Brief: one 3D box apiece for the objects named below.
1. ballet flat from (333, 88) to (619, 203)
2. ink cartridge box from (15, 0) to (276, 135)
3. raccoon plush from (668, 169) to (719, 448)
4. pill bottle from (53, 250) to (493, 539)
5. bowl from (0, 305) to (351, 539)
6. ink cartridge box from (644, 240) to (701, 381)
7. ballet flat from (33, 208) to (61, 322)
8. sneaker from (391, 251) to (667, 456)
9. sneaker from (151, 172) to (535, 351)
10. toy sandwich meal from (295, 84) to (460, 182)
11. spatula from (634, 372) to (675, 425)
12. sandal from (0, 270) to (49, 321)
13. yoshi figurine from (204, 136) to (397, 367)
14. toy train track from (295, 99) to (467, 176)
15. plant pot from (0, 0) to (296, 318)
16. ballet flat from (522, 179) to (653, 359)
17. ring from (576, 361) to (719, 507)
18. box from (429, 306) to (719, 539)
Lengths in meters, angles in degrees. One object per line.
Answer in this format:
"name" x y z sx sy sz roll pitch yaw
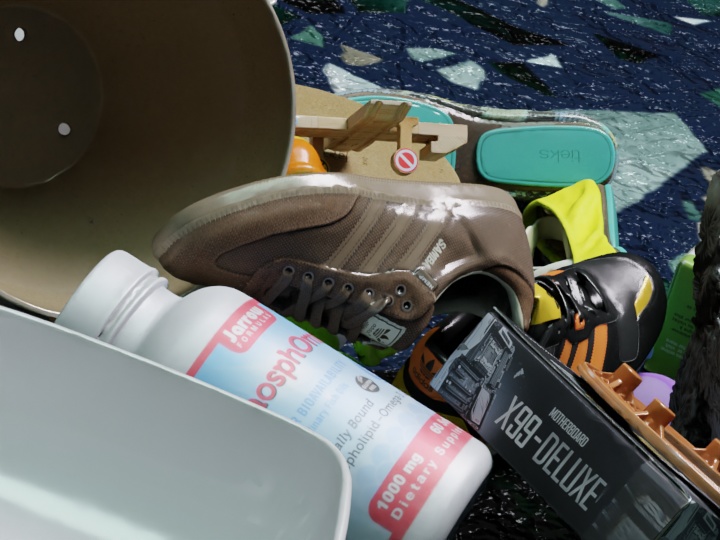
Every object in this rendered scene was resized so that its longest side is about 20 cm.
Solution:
"ballet flat" 0.058 -0.072 1.684 0.200 0.074 0.074 8 27 -8
"ink cartridge box" -0.146 -0.111 1.525 0.200 0.068 0.116 -26 39 -8
"raccoon plush" 0.245 0.051 1.429 0.134 0.200 0.097 9 1 -14
"pill bottle" -0.048 0.077 1.238 0.200 0.109 0.109 32 28 6
"bowl" -0.113 0.107 1.007 0.200 0.075 0.200 21 28 1
"ink cartridge box" 0.275 0.024 1.604 0.148 0.076 0.200 25 26 17
"ballet flat" -0.188 -0.008 1.406 0.200 0.063 0.069 9 27 -16
"sneaker" 0.097 0.033 1.410 0.200 0.090 0.070 -29 66 -33
"sneaker" 0.000 0.000 1.298 0.200 0.070 0.076 -3 65 -29
"toy sandwich meal" -0.033 -0.039 1.560 0.205 0.070 0.205 16 26 -8
"spatula" 0.088 0.072 1.461 0.200 0.021 0.057 3 31 -24
"sandal" -0.166 0.063 1.302 0.082 0.050 0.203 12 35 -45
"yoshi figurine" -0.039 0.026 1.392 0.112 0.112 0.200 23 30 -27
"toy train track" -0.040 -0.067 1.476 0.200 0.033 0.115 3 -10 -15
"plant pot" -0.150 -0.083 1.339 0.200 0.200 0.134 2 6 -27
"ballet flat" 0.126 0.005 1.581 0.067 0.067 0.200 -7 25 1
"ring" 0.181 0.105 1.261 0.200 0.019 0.200 42 4 -4
"box" 0.140 0.114 1.273 0.200 0.050 0.158 36 6 -46
